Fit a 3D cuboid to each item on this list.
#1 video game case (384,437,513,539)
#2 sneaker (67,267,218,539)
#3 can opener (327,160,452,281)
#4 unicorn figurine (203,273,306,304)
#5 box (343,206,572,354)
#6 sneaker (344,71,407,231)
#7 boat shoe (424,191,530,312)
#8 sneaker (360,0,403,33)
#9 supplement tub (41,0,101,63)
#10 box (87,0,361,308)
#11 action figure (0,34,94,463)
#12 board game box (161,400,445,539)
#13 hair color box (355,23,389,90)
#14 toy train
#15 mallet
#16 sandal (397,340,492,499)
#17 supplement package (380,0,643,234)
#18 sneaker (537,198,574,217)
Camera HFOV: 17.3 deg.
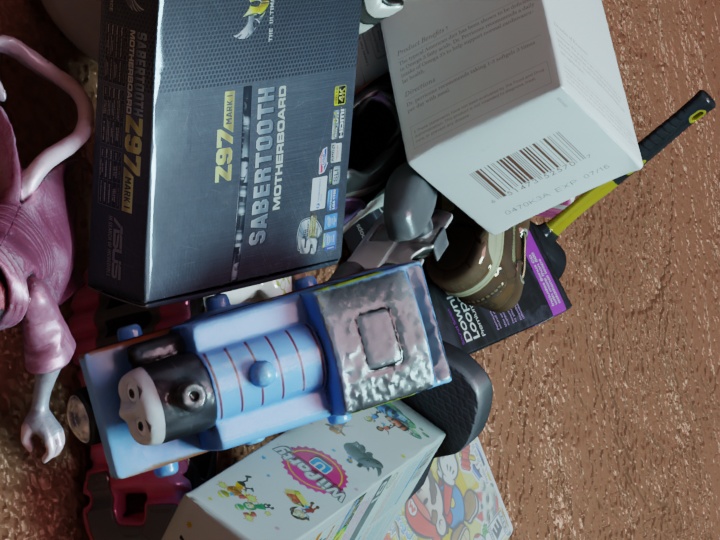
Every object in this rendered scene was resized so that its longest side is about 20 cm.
[{"bbox_3d":[0.031,0.137,1.597,0.182,0.023,0.201,-45,119,-53],"label":"video game case"},{"bbox_3d":[-0.112,0.070,1.351,0.095,0.079,0.201,12,78,-63],"label":"sneaker"},{"bbox_3d":[0.000,0.000,1.450,0.200,0.053,0.067,-54,137,-50],"label":"can opener"},{"bbox_3d":[-0.084,0.005,1.420,0.200,0.074,0.138,26,58,-71],"label":"unicorn figurine"},{"bbox_3d":[0.064,-0.013,1.651,0.200,0.036,0.143,-21,83,-57],"label":"box"},{"bbox_3d":[0.018,-0.088,1.536,0.076,0.088,0.200,43,48,1],"label":"sneaker"},{"bbox_3d":[0.085,-0.060,1.624,0.075,0.075,0.203,35,50,-38],"label":"boat shoe"},{"bbox_3d":[0.000,-0.225,1.495,0.074,0.080,0.201,35,48,-43],"label":"sneaker"},{"bbox_3d":[-0.093,-0.220,1.389,0.145,0.145,0.200,56,39,-32],"label":"supplement tub"},{"bbox_3d":[-0.070,-0.091,1.266,0.157,0.051,0.201,-12,112,-47],"label":"box"},{"bbox_3d":[-0.174,-0.007,1.178,0.134,0.149,0.200,29,16,-12],"label":"action figure"},{"bbox_3d":[-0.050,0.161,1.343,0.064,0.148,0.200,36,30,14],"label":"board game box"},{"bbox_3d":[-0.029,-0.165,1.556,0.200,0.060,0.099,-36,110,-56],"label":"hair color box"},{"bbox_3d":[-0.055,0.052,1.255,0.199,0.114,0.087,-15,90,-24],"label":"toy train"},{"bbox_3d":[0.175,-0.067,1.748,0.066,0.200,0.041,23,29,-45],"label":"mallet"},{"bbox_3d":[0.034,0.083,1.440,0.076,0.200,0.043,46,64,4],"label":"sandal"},{"bbox_3d":[0.090,-0.147,1.531,0.117,0.117,0.201,36,37,-48],"label":"supplement package"},{"bbox_3d":[0.118,-0.137,1.775,0.200,0.074,0.088,61,36,-35],"label":"sneaker"}]
